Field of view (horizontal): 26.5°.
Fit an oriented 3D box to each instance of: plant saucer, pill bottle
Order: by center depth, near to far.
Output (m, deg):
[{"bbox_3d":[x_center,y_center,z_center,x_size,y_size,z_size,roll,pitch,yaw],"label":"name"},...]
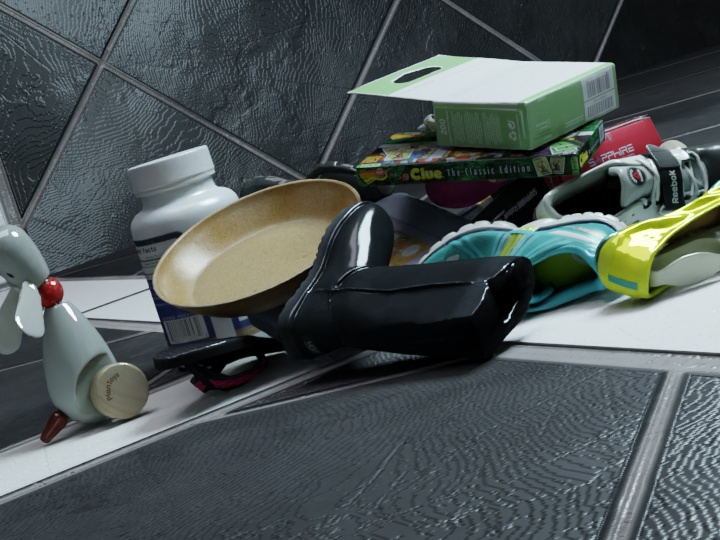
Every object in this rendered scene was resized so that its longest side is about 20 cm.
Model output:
[{"bbox_3d":[-0.087,-0.014,1.360,0.200,0.035,0.200,-19,28,10],"label":"plant saucer"},{"bbox_3d":[-0.159,-0.015,1.494,0.111,0.200,0.111,-17,8,2],"label":"pill bottle"}]

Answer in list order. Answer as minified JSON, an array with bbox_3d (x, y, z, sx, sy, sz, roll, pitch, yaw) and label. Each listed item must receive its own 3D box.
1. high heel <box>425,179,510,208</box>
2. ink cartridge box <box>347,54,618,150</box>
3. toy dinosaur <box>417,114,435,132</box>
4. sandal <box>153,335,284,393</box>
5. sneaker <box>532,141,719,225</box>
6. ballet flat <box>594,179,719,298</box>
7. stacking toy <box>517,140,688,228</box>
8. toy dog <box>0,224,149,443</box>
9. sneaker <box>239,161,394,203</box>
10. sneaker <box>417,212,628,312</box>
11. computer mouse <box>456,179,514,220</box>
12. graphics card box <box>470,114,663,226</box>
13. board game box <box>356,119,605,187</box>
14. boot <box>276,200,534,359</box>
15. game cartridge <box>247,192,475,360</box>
[{"bbox_3d":[0.148,-0.119,1.419,0.200,0.067,0.096,-27,1,-35],"label":"high heel"},{"bbox_3d":[0.110,-0.154,1.377,0.200,0.048,0.145,7,24,40],"label":"ink cartridge box"},{"bbox_3d":[0.139,-0.121,1.590,0.102,0.077,0.200,-39,31,-7],"label":"toy dinosaur"},{"bbox_3d":[-0.113,0.083,1.326,0.075,0.045,0.200,-9,-5,18],"label":"sandal"},{"bbox_3d":[0.242,-0.064,1.273,0.200,0.074,0.089,-19,-15,3],"label":"sneaker"},{"bbox_3d":[0.273,-0.027,1.170,0.200,0.067,0.067,-23,30,-21],"label":"ballet flat"},{"bbox_3d":[0.206,-0.042,1.350,0.200,0.086,0.085,-22,8,-4],"label":"stacking toy"},{"bbox_3d":[-0.277,0.068,1.328,0.096,0.200,0.132,-40,-8,-26],"label":"toy dog"},{"bbox_3d":[-0.043,-0.055,1.493,0.075,0.079,0.200,21,-20,-39],"label":"sneaker"},{"bbox_3d":[0.124,0.001,1.241,0.200,0.078,0.080,-15,20,30],"label":"sneaker"},{"bbox_3d":[0.147,-0.078,1.604,0.200,0.046,0.140,-27,-11,6],"label":"computer mouse"},{"bbox_3d":[0.194,-0.074,1.476,0.125,0.051,0.200,-21,-10,-27],"label":"graphics card box"},{"bbox_3d":[0.106,-0.103,1.340,0.200,0.024,0.105,-2,18,22],"label":"board game box"},{"bbox_3d":[0.048,0.002,1.206,0.200,0.066,0.165,-8,44,43],"label":"boot"},{"bbox_3d":[0.000,0.000,1.361,0.200,0.042,0.133,-34,39,-24],"label":"game cartridge"}]
